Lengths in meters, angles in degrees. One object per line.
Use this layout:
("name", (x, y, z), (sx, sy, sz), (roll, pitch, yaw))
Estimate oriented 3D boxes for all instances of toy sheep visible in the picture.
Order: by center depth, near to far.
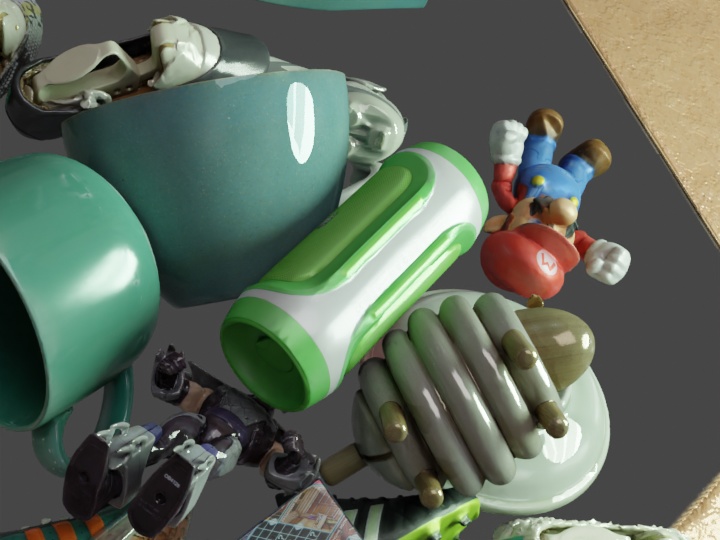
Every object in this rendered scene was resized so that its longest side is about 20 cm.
("toy sheep", (0.060, 0.084, 0.823), (0.198, 0.138, 0.139), (-25, 69, 1))

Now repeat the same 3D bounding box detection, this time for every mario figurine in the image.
("mario figurine", (0.163, -0.059, 1.044), (0.122, 0.107, 0.201), (4, 41, 17))

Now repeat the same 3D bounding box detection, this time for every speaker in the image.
("speaker", (0.000, 0.000, 0.821), (0.088, 0.089, 0.200), (43, 56, 4))

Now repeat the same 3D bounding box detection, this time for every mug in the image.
("mug", (-0.199, 0.018, 0.802), (0.151, 0.187, 0.114), (31, 43, 26))

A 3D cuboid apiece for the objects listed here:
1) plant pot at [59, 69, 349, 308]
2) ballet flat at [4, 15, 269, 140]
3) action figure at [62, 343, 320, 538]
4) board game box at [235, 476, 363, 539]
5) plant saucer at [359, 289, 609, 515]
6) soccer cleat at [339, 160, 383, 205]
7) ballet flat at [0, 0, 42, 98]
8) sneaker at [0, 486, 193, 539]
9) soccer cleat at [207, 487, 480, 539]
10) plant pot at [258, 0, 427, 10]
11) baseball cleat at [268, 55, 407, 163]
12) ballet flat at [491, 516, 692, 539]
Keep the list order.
("plant pot", (-0.096, -0.049, 0.875), (0.198, 0.199, 0.137), (-11, 91, -31))
("ballet flat", (-0.161, -0.144, 0.921), (0.198, 0.073, 0.074), (-16, 66, -10))
("action figure", (-0.092, 0.103, 0.780), (0.129, 0.070, 0.200), (25, 17, 15))
("board game box", (-0.065, 0.236, 0.739), (0.199, 0.035, 0.136), (-34, 78, -13))
("plant saucer", (0.099, 0.081, 0.939), (0.198, 0.050, 0.202), (11, 48, -12))
("soccer cleat", (-0.013, -0.009, 0.960), (0.086, 0.070, 0.201), (24, 48, 10))
("ballet flat", (-0.279, -0.152, 0.908), (0.072, 0.072, 0.202), (29, 51, -7))
("sneaker", (-0.180, 0.172, 0.746), (0.079, 0.072, 0.200), (24, 31, 23))
("soccer cleat", (-0.011, 0.173, 0.832), (0.198, 0.068, 0.081), (-18, 56, -27))
("plant pot", (-0.037, -0.315, 1.094), (0.198, 0.142, 0.143), (-11, 65, -23))
("baseball cleat", (-0.059, -0.135, 1.020), (0.198, 0.070, 0.107), (22, 19, 2))
("ballet flat", (0.188, 0.211, 0.913), (0.198, 0.072, 0.073), (9, 56, -22))
